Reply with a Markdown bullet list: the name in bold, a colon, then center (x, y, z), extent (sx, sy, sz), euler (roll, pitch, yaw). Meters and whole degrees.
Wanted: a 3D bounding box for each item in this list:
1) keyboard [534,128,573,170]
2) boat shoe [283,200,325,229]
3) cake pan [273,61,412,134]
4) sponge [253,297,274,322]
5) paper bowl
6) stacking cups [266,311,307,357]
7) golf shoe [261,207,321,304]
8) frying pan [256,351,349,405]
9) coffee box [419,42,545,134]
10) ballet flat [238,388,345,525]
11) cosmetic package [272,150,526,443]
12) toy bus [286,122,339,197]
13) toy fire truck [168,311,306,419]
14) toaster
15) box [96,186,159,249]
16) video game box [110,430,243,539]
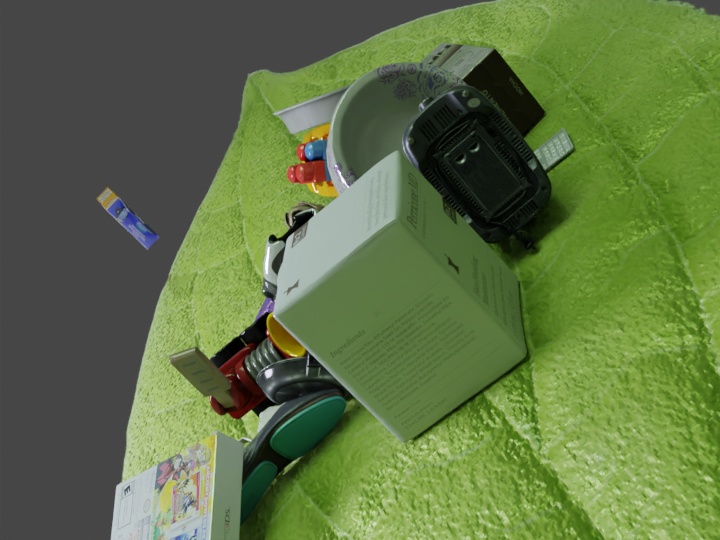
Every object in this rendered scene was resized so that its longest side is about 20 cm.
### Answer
- **keyboard**: center (0.172, -0.097, 1.641), extent (0.200, 0.011, 0.056), euler (-39, 20, 17)
- **boat shoe**: center (-0.075, -0.074, 2.009), extent (0.071, 0.065, 0.200), euler (-45, 20, -2)
- **cake pan**: center (-0.018, -0.229, 1.830), extent (0.199, 0.037, 0.200), euler (-20, 7, 3)
- **sponge**: center (-0.089, 0.010, 1.831), extent (0.200, 0.030, 0.112), euler (-55, 8, 40)
- **paper bowl**: center (0.058, -0.143, 1.665), extent (0.201, 0.200, 0.104), euler (-50, -6, -15)
- **stacking cups**: center (-0.017, 0.021, 1.553), extent (0.200, 0.061, 0.060), euler (-38, 13, -33)
- **golf shoe**: center (-0.023, -0.033, 1.505), extent (0.200, 0.095, 0.078), euler (-30, 38, -34)
- **frying pan**: center (-0.040, 0.111, 1.496), extent (0.190, 0.114, 0.031), euler (-40, 45, 49)
- **coffee box**: center (0.147, -0.232, 1.806), extent (0.080, 0.113, 0.200), euler (-43, 19, -5)
- **ballet flat**: center (-0.103, 0.194, 1.509), extent (0.200, 0.073, 0.073), euler (-48, 20, -2)
- **cosmetic package**: center (0.040, 0.025, 1.376), extent (0.165, 0.200, 0.165), euler (-37, 21, 19)
- **toy bus**: center (-0.014, -0.146, 1.810), extent (0.191, 0.136, 0.200), euler (-9, 5, -23)
- **toy fire truck**: center (-0.120, 0.098, 1.576), extent (0.176, 0.129, 0.200), euler (-38, 3, 16)
- **toaster**: center (0.135, -0.113, 1.521), extent (0.114, 0.200, 0.129), euler (-41, 3, 7)
- **box**: center (-0.475, -0.106, 2.789), extent (0.041, 0.119, 0.200), euler (-45, 19, -3)
- **video game box**: center (-0.200, 0.295, 1.454), extent (0.182, 0.047, 0.201), euler (-32, 44, 37)
